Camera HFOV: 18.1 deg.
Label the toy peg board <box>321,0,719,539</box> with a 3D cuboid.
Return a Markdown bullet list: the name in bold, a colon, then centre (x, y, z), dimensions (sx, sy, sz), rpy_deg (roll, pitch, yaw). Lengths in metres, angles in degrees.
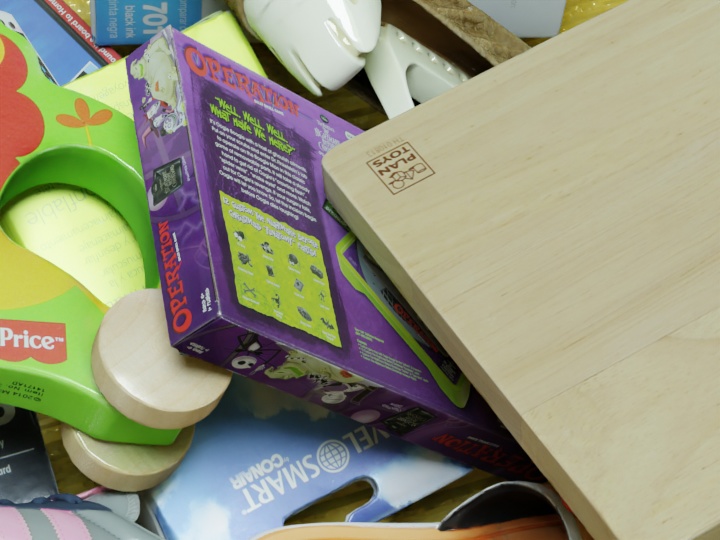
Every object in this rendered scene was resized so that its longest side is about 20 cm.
- **toy peg board**: centre (0.121, 0.011, 0.788), dimensions (0.199, 0.098, 0.199), rpy_deg (-26, 52, -17)

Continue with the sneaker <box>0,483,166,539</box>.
- **sneaker**: centre (-0.117, 0.105, 0.783), dimensions (0.198, 0.070, 0.082), rpy_deg (21, 52, -1)

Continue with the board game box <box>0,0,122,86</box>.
- **board game box**: centre (-0.127, -0.046, 0.916), dimensions (0.103, 0.019, 0.200), rpy_deg (-41, 74, -20)

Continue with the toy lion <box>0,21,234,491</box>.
- **toy lion**: centre (-0.151, -0.027, 0.786), dimensions (0.198, 0.069, 0.193), rpy_deg (6, 57, -19)

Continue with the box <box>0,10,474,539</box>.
- **box**: centre (-0.057, 0.016, 0.856), dimensions (0.121, 0.048, 0.201), rpy_deg (-26, 83, -18)

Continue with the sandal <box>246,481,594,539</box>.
- **sandal**: centre (0.049, 0.113, 0.788), dimensions (0.205, 0.059, 0.080), rpy_deg (3, 63, -38)

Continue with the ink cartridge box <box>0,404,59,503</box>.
- **ink cartridge box**: centre (-0.156, 0.103, 0.831), dimensions (0.099, 0.039, 0.201), rpy_deg (-16, 66, -11)

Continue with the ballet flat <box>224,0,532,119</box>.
- **ballet flat**: centre (0.008, -0.085, 0.873), dimensions (0.199, 0.068, 0.073), rpy_deg (33, 35, -33)

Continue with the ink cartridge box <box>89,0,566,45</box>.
- **ink cartridge box**: centre (-0.016, -0.175, 0.943), dimensions (0.198, 0.086, 0.147), rpy_deg (0, 56, -7)

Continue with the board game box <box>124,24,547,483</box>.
- **board game box**: centre (0.000, 0.000, 0.820), dimensions (0.032, 0.199, 0.121), rpy_deg (-28, 55, 31)
